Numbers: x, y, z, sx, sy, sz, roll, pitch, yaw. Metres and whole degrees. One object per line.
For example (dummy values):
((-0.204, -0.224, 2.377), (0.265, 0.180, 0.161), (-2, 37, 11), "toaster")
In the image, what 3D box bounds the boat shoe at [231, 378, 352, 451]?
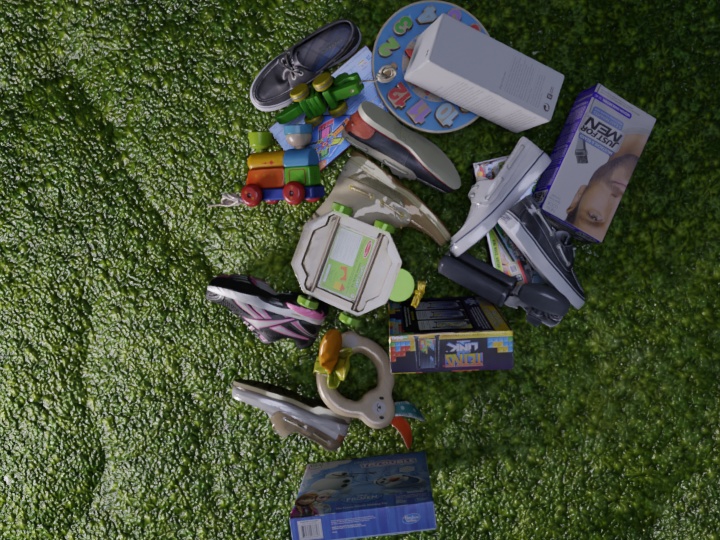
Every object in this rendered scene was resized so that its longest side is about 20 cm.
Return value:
((-0.114, 0.228, 1.006), (0.197, 0.075, 0.070), (19, 90, 0), "boat shoe")

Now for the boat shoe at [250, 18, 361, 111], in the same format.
((-0.086, -0.313, 0.966), (0.198, 0.066, 0.071), (-29, 92, 4), "boat shoe")

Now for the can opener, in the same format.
((0.211, 0.015, 0.939), (0.198, 0.053, 0.068), (30, 135, 17), "can opener")

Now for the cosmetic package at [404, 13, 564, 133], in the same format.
((0.173, -0.273, 0.907), (0.197, 0.101, 0.072), (20, 86, -15), "cosmetic package")

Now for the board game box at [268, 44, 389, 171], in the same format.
((-0.036, -0.243, 0.993), (0.199, 0.019, 0.103), (-39, 90, 5), "board game box")

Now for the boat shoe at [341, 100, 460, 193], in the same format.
((0.064, -0.175, 0.970), (0.198, 0.072, 0.063), (32, 128, -15), "boat shoe")

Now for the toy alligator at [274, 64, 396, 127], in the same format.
((-0.037, -0.268, 0.946), (0.197, 0.055, 0.060), (-18, 132, 19), "toy alligator")

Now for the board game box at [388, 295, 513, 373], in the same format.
((0.121, 0.088, 0.922), (0.162, 0.200, 0.058), (-2, 101, 3), "board game box")

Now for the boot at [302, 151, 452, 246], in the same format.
((0.025, -0.062, 0.978), (0.199, 0.073, 0.156), (38, 95, 1), "boot")

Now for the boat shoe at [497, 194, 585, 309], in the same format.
((0.277, -0.026, 0.918), (0.068, 0.072, 0.200), (-42, 112, 6), "boat shoe")

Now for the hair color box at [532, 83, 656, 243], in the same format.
((0.338, -0.154, 0.942), (0.108, 0.065, 0.203), (26, 88, -10), "hair color box")

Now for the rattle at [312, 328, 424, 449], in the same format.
((0.025, 0.174, 0.956), (0.130, 0.143, 0.200), (-33, 75, -34), "rattle")

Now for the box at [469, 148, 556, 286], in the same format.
((0.242, -0.076, 0.987), (0.108, 0.035, 0.204), (-12, 94, 3), "box")

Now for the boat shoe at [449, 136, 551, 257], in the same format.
((0.191, -0.109, 0.939), (0.065, 0.074, 0.200), (43, 85, 2), "boat shoe")

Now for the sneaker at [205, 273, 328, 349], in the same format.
((-0.154, 0.071, 0.997), (0.197, 0.080, 0.088), (18, 106, 7), "sneaker")

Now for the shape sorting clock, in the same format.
((0.114, -0.307, 0.962), (0.196, 0.039, 0.204), (0, 90, -5), "shape sorting clock")

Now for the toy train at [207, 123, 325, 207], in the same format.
((-0.154, -0.157, 0.969), (0.196, 0.085, 0.118), (0, 99, 20), "toy train")

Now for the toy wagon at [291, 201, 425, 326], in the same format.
((0.000, 0.000, 0.930), (0.197, 0.040, 0.158), (22, 95, 6), "toy wagon")

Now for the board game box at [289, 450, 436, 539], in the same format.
((0.007, 0.330, 0.947), (0.196, 0.199, 0.044), (-7, 92, 3), "board game box")
